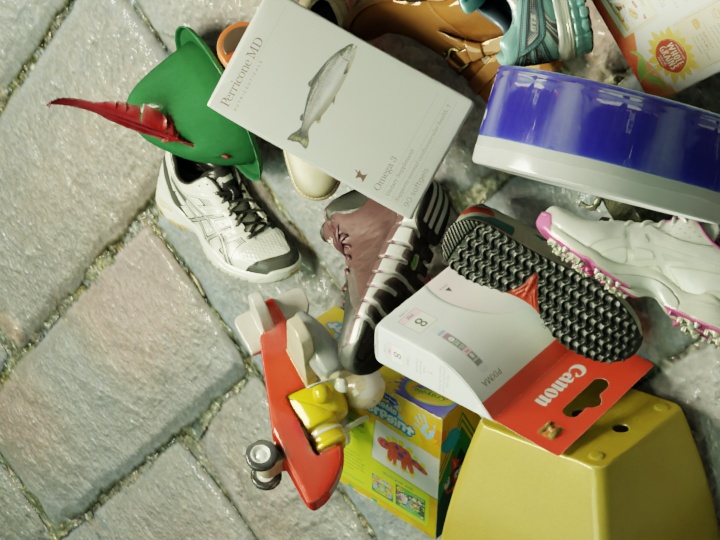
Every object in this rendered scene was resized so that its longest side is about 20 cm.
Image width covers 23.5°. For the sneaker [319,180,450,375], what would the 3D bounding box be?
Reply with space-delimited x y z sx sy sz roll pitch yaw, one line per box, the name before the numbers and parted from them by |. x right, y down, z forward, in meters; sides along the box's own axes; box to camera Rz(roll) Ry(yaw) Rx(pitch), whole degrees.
sneaker | 0.000 0.000 1.630 0.115 0.201 0.076 12 158 33

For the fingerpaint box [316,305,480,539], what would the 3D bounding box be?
fingerpaint box | 0.026 0.155 1.795 0.200 0.073 0.167 27 134 32

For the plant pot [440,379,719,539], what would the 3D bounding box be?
plant pot | 0.197 0.205 1.561 0.199 0.200 0.177 18 123 38

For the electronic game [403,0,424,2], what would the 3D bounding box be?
electronic game | 0.067 -0.310 1.373 0.200 0.041 0.201 -33 49 47

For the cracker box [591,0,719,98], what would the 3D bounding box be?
cracker box | 0.267 -0.224 1.291 0.200 0.058 0.134 -25 97 52

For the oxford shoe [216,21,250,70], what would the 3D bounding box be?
oxford shoe | -0.060 -0.157 1.688 0.200 0.071 0.073 48 164 12

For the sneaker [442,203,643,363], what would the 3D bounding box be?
sneaker | 0.169 0.002 1.543 0.199 0.093 0.070 31 118 0

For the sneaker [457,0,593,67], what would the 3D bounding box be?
sneaker | 0.111 -0.249 1.369 0.078 0.086 0.201 83 166 -66

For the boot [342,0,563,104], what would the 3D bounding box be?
boot | 0.076 -0.199 1.501 0.155 0.074 0.200 50 152 -8

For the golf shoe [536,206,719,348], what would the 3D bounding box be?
golf shoe | 0.244 -0.013 1.426 0.199 0.092 0.075 29 178 10

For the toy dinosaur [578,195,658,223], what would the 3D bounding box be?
toy dinosaur | 0.229 -0.028 1.480 0.200 0.047 0.088 52 135 0

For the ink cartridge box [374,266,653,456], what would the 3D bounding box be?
ink cartridge box | 0.138 0.064 1.543 0.199 0.162 0.057 24 133 32

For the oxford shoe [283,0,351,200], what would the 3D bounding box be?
oxford shoe | -0.044 -0.161 1.596 0.070 0.074 0.201 0 101 4

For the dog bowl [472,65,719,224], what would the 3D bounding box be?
dog bowl | 0.192 -0.097 1.340 0.200 0.200 0.079 17 94 39

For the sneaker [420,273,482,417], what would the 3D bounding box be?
sneaker | 0.103 0.052 1.642 0.200 0.075 0.105 46 142 4

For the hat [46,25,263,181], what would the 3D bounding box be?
hat | -0.216 -0.138 1.718 0.166 0.176 0.201 37 153 57

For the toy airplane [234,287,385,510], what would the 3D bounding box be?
toy airplane | -0.047 0.108 1.686 0.200 0.140 0.200 -100 3 -70

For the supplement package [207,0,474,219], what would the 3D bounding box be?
supplement package | -0.017 -0.144 1.499 0.199 0.117 0.117 28 95 -3

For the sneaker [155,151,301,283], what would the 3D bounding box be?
sneaker | -0.142 -0.064 1.817 0.200 0.076 0.088 34 137 24
